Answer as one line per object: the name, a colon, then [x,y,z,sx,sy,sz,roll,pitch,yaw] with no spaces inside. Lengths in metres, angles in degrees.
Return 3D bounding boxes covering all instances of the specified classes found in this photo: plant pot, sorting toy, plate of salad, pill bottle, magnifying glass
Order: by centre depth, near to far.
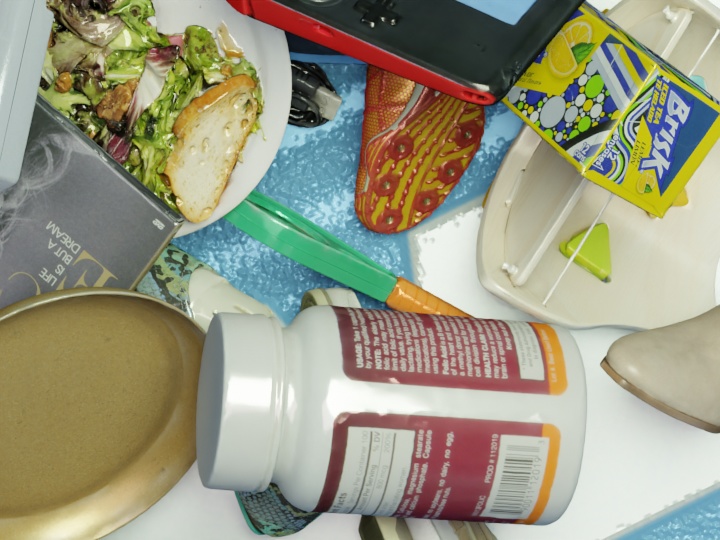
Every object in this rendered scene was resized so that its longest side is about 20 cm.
pill bottle: [0.015,0.078,1.334,0.199,0.114,0.115,5,91,-12]
plant pot: [-0.173,0.082,1.354,0.200,0.200,0.028,-36,49,2]
plate of salad: [-0.137,-0.108,1.355,0.199,0.048,0.201,4,110,10]
sorting toy: [0.183,-0.043,1.409,0.180,0.107,0.201,31,96,-17]
magnifying glass: [0.000,0.000,1.430,0.199,0.080,0.022,31,97,-9]

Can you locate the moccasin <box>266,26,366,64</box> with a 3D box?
moccasin: [-0.008,-0.150,1.342,0.199,0.080,0.069,7,102,36]

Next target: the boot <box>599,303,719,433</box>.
boot: [0.234,0.021,1.369,0.146,0.200,0.070,-51,57,18]

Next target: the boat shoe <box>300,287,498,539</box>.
boat shoe: [0.021,0.101,1.430,0.068,0.075,0.201,-18,88,-17]

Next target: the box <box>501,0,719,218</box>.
box: [0.114,-0.107,1.312,0.064,0.200,0.070,28,102,-34]

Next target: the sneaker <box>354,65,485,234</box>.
sneaker: [0.035,-0.119,1.432,0.073,0.077,0.201,6,106,-32]

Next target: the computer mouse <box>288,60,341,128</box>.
computer mouse: [-0.039,-0.196,1.435,0.138,0.053,0.201,28,91,3]

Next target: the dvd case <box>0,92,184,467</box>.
dvd case: [-0.211,0.000,1.366,0.149,0.016,0.200,40,110,6]

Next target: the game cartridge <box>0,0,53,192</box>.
game cartridge: [-0.248,-0.093,1.341,0.199,0.040,0.134,-3,76,46]

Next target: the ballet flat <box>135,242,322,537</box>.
ballet flat: [-0.069,0.058,1.426,0.074,0.074,0.201,-27,97,2]

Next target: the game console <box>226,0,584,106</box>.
game console: [0.038,-0.174,1.289,0.176,0.031,0.200,22,46,20]
